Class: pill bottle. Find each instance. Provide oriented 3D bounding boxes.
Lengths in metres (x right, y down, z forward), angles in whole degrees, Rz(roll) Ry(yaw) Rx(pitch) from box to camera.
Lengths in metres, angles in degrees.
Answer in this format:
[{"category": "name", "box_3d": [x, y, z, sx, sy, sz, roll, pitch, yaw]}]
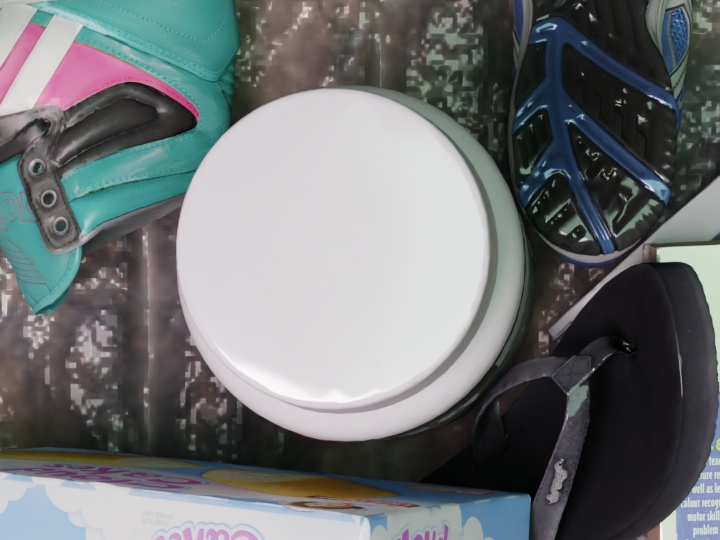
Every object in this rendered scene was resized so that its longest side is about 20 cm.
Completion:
[{"category": "pill bottle", "box_3d": [0.000, 0.000, 0.880, 0.113, 0.200, 0.115, 0, 87, 6]}]

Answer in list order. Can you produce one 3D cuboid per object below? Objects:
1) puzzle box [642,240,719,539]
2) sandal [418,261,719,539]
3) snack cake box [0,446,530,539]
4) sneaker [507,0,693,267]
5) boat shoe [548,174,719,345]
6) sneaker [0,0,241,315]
[{"category": "puzzle box", "box_3d": [0.196, 0.052, 0.913, 0.198, 0.025, 0.134, -1, 96, -5]}, {"category": "sandal", "box_3d": [0.060, 0.070, 0.910, 0.043, 0.200, 0.076, 2, 54, -31]}, {"category": "snack cake box", "box_3d": [-0.056, 0.101, 0.886, 0.199, 0.115, 0.068, 4, 89, 30]}, {"category": "sneaker", "box_3d": [0.084, -0.096, 0.957, 0.075, 0.077, 0.202, 8, 76, 5]}, {"category": "boat shoe", "box_3d": [0.162, -0.016, 0.953, 0.200, 0.071, 0.070, -40, 86, -14]}, {"category": "sneaker", "box_3d": [-0.135, -0.043, 0.936, 0.198, 0.084, 0.122, -8, 85, -6]}]
